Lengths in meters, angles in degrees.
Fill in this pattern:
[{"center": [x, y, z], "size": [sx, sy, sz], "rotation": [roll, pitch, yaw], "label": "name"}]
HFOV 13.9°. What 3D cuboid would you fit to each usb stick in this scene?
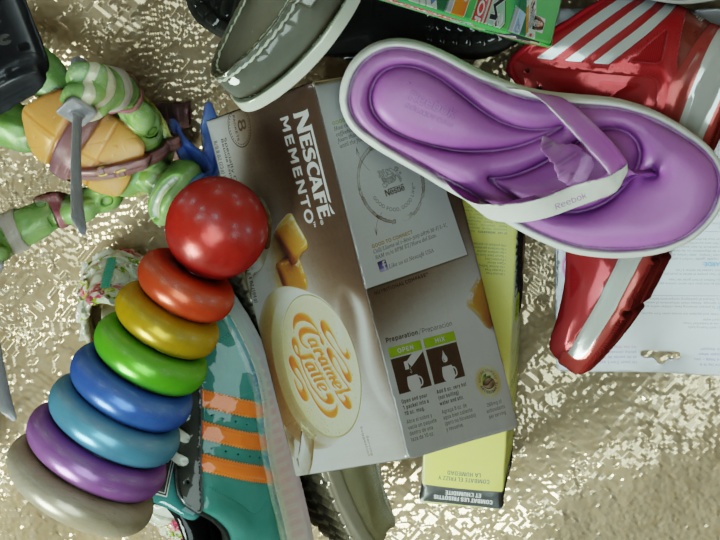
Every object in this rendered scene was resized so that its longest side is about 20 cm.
[{"center": [-0.213, -0.167, 1.553], "size": [0.055, 0.200, 0.033], "rotation": [-27, 150, 5], "label": "usb stick"}]

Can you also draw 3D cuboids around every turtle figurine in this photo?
[{"center": [-0.186, -0.069, 1.578], "size": [0.194, 0.200, 0.144], "rotation": [38, 157, 13], "label": "turtle figurine"}]

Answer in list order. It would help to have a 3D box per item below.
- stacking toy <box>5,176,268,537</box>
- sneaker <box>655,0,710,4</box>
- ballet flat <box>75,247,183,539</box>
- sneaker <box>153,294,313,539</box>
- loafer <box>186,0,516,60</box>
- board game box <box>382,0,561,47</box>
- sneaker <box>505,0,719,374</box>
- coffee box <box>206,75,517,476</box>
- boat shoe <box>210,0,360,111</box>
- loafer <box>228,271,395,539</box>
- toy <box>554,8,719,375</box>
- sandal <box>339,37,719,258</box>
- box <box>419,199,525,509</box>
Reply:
[{"center": [-0.111, 0.038, 1.561], "size": [0.085, 0.085, 0.200], "rotation": [26, 107, -2], "label": "stacking toy"}, {"center": [0.204, -0.196, 1.528], "size": [0.199, 0.081, 0.115], "rotation": [7, 108, -2], "label": "sneaker"}, {"center": [-0.121, 0.084, 1.686], "size": [0.076, 0.064, 0.200], "rotation": [-14, 109, 15], "label": "ballet flat"}, {"center": [-0.088, 0.091, 1.629], "size": [0.080, 0.071, 0.200], "rotation": [-24, 107, -26], "label": "sneaker"}, {"center": [0.002, -0.140, 1.577], "size": [0.200, 0.071, 0.073], "rotation": [11, 86, 21], "label": "loafer"}, {"center": [0.059, -0.223, 1.462], "size": [0.135, 0.029, 0.200], "rotation": [14, 90, -35], "label": "board game box"}, {"center": [0.118, -0.054, 1.555], "size": [0.115, 0.078, 0.200], "rotation": [26, 97, 11], "label": "sneaker"}, {"center": [0.000, 0.000, 1.569], "size": [0.114, 0.080, 0.200], "rotation": [-13, 91, 55], "label": "coffee box"}, {"center": [-0.020, -0.174, 1.502], "size": [0.060, 0.072, 0.202], "rotation": [29, 102, -33], "label": "boat shoe"}, {"center": [-0.018, 0.069, 1.655], "size": [0.068, 0.076, 0.200], "rotation": [-28, 111, -21], "label": "loafer"}, {"center": [0.164, -0.046, 1.603], "size": [0.115, 0.047, 0.200], "rotation": [1, 106, 12], "label": "toy"}, {"center": [0.084, -0.057, 1.488], "size": [0.203, 0.050, 0.083], "rotation": [17, 97, 1], "label": "sandal"}, {"center": [0.063, 0.026, 1.631], "size": [0.050, 0.075, 0.200], "rotation": [5, 113, 6], "label": "box"}]
